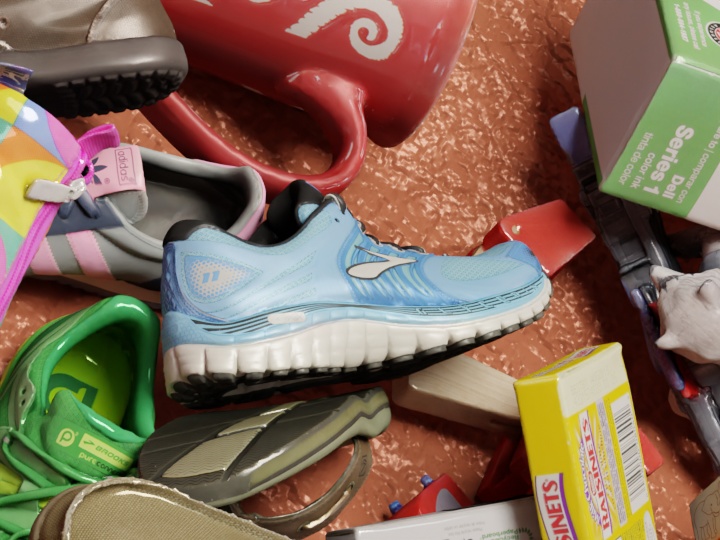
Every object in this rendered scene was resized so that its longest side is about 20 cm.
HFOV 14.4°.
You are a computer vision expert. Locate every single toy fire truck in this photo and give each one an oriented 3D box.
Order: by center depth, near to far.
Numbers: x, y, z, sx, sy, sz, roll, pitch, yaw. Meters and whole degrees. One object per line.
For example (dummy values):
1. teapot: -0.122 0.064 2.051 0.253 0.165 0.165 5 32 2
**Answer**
1. toy fire truck: 0.062 0.067 1.303 0.200 0.049 0.141 -34 82 -40

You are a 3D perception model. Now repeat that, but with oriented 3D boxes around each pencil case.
1. pencil case: -0.178 0.012 1.126 0.088 0.088 0.200 31 73 -12

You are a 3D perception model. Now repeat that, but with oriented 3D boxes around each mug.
1. mug: -0.056 -0.137 1.296 0.200 0.133 0.178 18 33 -17

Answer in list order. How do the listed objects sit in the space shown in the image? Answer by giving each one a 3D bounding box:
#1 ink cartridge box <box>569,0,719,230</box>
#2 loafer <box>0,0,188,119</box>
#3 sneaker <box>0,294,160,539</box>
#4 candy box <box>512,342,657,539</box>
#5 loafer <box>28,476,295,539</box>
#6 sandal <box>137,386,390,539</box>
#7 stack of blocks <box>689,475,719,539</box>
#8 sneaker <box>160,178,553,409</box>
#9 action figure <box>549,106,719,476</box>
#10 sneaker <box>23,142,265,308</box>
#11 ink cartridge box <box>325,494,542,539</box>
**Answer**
1. ink cartridge box: 0.212 -0.078 1.365 0.200 0.084 0.145 18 33 -15
2. loafer: -0.176 -0.099 1.214 0.200 0.073 0.071 -5 75 -12
3. sneaker: -0.130 0.089 1.148 0.074 0.084 0.200 26 52 -17
4. candy box: 0.107 0.137 1.223 0.102 0.026 0.200 -17 97 -67
5. loafer: -0.027 0.131 1.034 0.200 0.067 0.076 30 48 1
6. sandal: -0.028 0.083 1.177 0.201 0.080 0.057 -5 88 -72
7. stack of blocks: 0.253 0.161 1.296 0.200 0.059 0.115 16 48 -26
8. sneaker: 0.000 0.000 1.217 0.200 0.078 0.090 -6 78 -40
9. action figure: 0.182 -0.009 1.377 0.200 0.105 0.193 61 29 -3
10. sneaker: -0.134 -0.033 1.220 0.200 0.082 0.070 3 62 -30
11. ink cartridge box: 0.047 0.199 1.192 0.095 0.037 0.200 -7 84 -27
